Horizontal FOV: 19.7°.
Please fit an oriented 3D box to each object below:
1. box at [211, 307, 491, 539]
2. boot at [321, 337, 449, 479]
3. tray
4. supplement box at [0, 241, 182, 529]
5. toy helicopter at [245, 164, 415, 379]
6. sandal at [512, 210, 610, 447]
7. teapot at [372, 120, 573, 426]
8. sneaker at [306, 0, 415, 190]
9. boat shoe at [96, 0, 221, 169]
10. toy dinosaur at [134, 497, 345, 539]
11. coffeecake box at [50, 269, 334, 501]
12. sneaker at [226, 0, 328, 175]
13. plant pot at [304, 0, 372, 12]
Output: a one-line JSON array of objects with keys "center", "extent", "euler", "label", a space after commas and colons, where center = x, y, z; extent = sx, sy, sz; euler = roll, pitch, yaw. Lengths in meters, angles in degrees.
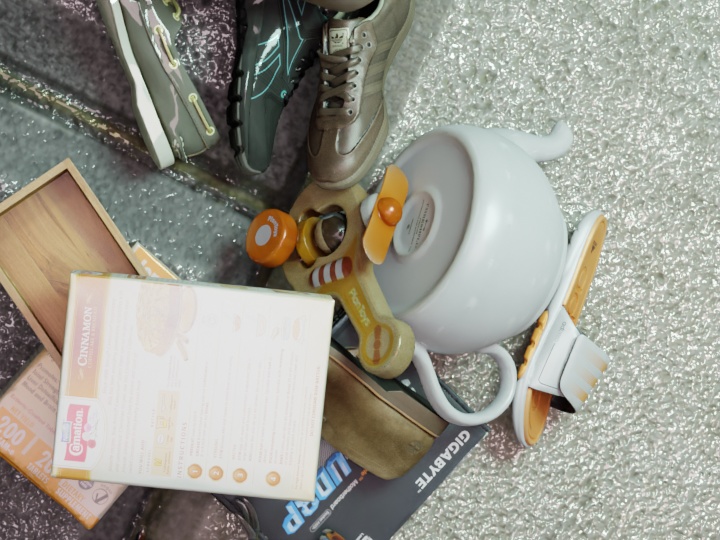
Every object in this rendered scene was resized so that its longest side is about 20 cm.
[{"center": [-0.017, 0.149, 1.722], "extent": [0.159, 0.046, 0.200], "euler": [45, 85, -7], "label": "box"}, {"center": [-0.028, 0.094, 1.664], "extent": [0.200, 0.074, 0.076], "euler": [36, 96, -9], "label": "boot"}, {"center": [-0.211, 0.023, 1.621], "extent": [0.098, 0.037, 0.200], "euler": [-34, 92, -6], "label": "tray"}, {"center": [-0.201, 0.091, 1.677], "extent": [0.126, 0.074, 0.200], "euler": [41, 85, -7], "label": "supplement box"}, {"center": [0.000, 0.000, 1.638], "extent": [0.132, 0.200, 0.079], "euler": [-45, 138, 20], "label": "toy helicopter"}, {"center": [0.182, 0.052, 1.729], "extent": [0.059, 0.079, 0.208], "euler": [18, 87, 22], "label": "sandal"}, {"center": [0.098, -0.010, 1.680], "extent": [0.146, 0.198, 0.200], "euler": [23, 120, -31], "label": "teapot"}, {"center": [-0.014, -0.164, 1.674], "extent": [0.070, 0.076, 0.201], "euler": [-2, 61, 31], "label": "sneaker"}, {"center": [-0.170, -0.186, 1.678], "extent": [0.060, 0.072, 0.203], "euler": [-20, 101, -10], "label": "boat shoe"}, {"center": [-0.098, 0.256, 1.682], "extent": [0.180, 0.200, 0.105], "euler": [13, 48, -9], "label": "toy dinosaur"}, {"center": [-0.127, 0.086, 1.571], "extent": [0.199, 0.073, 0.155], "euler": [6, 92, -5], "label": "coffeecake box"}, {"center": [-0.066, -0.177, 1.692], "extent": [0.079, 0.075, 0.201], "euler": [5, 91, -12], "label": "sneaker"}, {"center": [-0.050, -0.293, 1.603], "extent": [0.173, 0.200, 0.201], "euler": [33, 86, -31], "label": "plant pot"}]
